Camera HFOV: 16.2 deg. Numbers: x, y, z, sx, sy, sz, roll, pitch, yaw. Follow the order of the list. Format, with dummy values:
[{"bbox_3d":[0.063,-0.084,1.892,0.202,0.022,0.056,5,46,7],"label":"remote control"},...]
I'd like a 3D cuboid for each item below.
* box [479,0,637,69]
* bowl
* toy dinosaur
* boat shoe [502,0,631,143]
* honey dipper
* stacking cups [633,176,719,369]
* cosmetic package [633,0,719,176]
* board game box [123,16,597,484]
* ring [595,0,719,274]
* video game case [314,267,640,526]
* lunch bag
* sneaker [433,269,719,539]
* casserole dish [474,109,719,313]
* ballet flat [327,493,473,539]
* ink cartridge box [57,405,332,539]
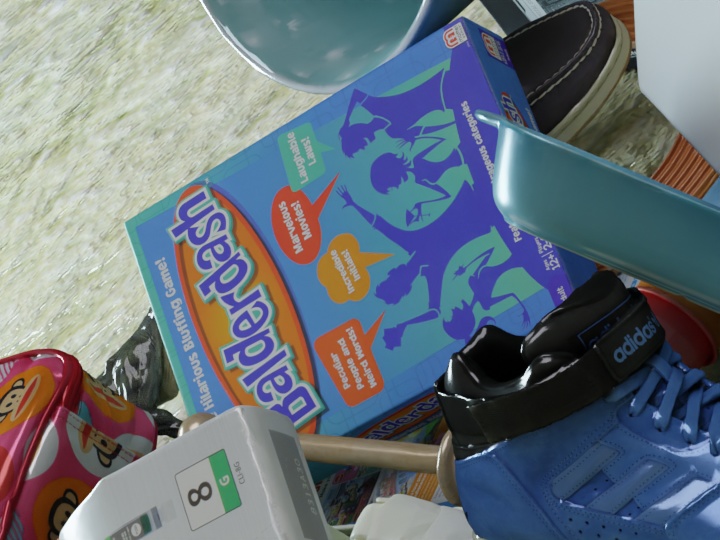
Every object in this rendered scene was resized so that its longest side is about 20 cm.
[{"bbox_3d":[0.130,-0.179,1.279,0.200,0.158,0.050,-7,40,49],"label":"box"},{"bbox_3d":[0.005,-0.194,1.240,0.105,0.201,0.201,-19,7,-40],"label":"bowl"},{"bbox_3d":[-0.096,0.057,1.297,0.088,0.047,0.200,35,99,28],"label":"toy dinosaur"},{"bbox_3d":[0.036,-0.069,1.213,0.200,0.065,0.072,-32,35,17],"label":"boat shoe"},{"bbox_3d":[-0.001,0.076,1.088,0.200,0.038,0.038,4,48,37],"label":"honey dipper"},{"bbox_3d":[0.169,-0.016,1.074,0.200,0.061,0.061,-52,27,-21],"label":"stacking cups"},{"bbox_3d":[0.226,-0.104,0.965,0.199,0.123,0.200,-9,25,-8],"label":"cosmetic package"},{"bbox_3d":[0.000,0.000,1.156,0.200,0.045,0.152,-31,66,22],"label":"board game box"},{"bbox_3d":[0.099,-0.062,1.216,0.200,0.019,0.200,-28,36,23],"label":"ring"},{"bbox_3d":[0.052,0.064,1.150,0.200,0.018,0.143,-17,34,41],"label":"video game case"},{"bbox_3d":[-0.199,0.142,1.247,0.176,0.082,0.200,-14,47,43],"label":"lunch bag"},{"bbox_3d":[0.115,0.055,0.929,0.200,0.111,0.077,-7,18,39],"label":"sneaker"},{"bbox_3d":[0.131,-0.009,0.985,0.121,0.200,0.039,-34,-35,-84],"label":"casserole dish"},{"bbox_3d":[0.002,0.126,1.060,0.200,0.069,0.069,-13,36,45],"label":"ballet flat"},{"bbox_3d":[-0.093,0.170,1.042,0.200,0.050,0.161,-29,65,19],"label":"ink cartridge box"}]
